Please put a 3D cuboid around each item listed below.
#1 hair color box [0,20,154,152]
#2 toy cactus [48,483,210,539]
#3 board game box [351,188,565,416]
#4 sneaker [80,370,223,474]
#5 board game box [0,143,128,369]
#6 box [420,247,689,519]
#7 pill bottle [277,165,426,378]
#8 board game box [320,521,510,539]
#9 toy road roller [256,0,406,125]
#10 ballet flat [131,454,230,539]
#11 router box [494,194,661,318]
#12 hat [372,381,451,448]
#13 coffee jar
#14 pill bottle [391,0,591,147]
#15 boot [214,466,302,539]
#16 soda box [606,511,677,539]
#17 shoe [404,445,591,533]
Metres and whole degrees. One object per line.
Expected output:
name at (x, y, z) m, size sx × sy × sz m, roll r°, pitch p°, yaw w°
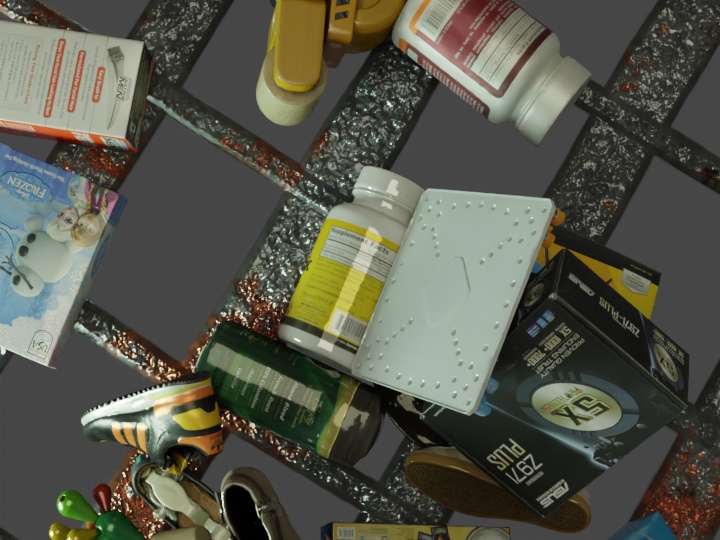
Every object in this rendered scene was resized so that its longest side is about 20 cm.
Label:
hair color box at (-0.336, -0.203, 1.299) m, size 0.196 × 0.064 × 0.113 m, roll 9°, pitch 80°, yaw 4°
toy cactus at (-0.221, 0.296, 1.193) m, size 0.163 × 0.102 × 0.203 m, roll -22°, pitch 95°, yaw 18°
board game box at (0.087, 0.024, 1.109) m, size 0.026 × 0.199 × 0.203 m, roll 27°, pitch 81°, yaw -32°
sneaker at (-0.211, 0.166, 1.191) m, size 0.198 × 0.069 × 0.091 m, roll -23°, pitch 84°, yaw 42°
board game box at (-0.381, -0.025, 1.282) m, size 0.197 × 0.043 × 0.202 m, roll 21°, pitch 83°, yaw 4°
box at (0.181, 0.110, 1.116) m, size 0.163 × 0.086 × 0.200 m, roll 39°, pitch 123°, yaw -8°
pill bottle at (0.000, 0.000, 1.236) m, size 0.110 × 0.111 × 0.203 m, roll 23°, pitch 82°, yaw 5°
board game box at (0.058, 0.319, 1.159) m, size 0.197 × 0.035 × 0.138 m, roll 7°, pitch 68°, yaw -22°
toy road roller at (-0.030, -0.257, 1.276) m, size 0.143 × 0.123 × 0.204 m, roll 8°, pitch 80°, yaw -9°
ballet flat at (-0.160, 0.260, 1.220) m, size 0.199 × 0.073 × 0.073 m, roll 40°, pitch 84°, yaw 6°
router box at (0.197, 0.022, 1.216) m, size 0.197 × 0.051 × 0.150 m, roll 25°, pitch 46°, yaw 3°
hat at (0.098, 0.092, 1.235) m, size 0.197 × 0.081 × 0.205 m, roll 0°, pitch 81°, yaw 2°
coffee jar at (-0.069, 0.128, 1.221) m, size 0.197 × 0.104 × 0.086 m, roll 24°, pitch 90°, yaw 5°
pill bottle at (0.141, -0.231, 1.268) m, size 0.199 × 0.114 × 0.115 m, roll 39°, pitch 84°, yaw 6°
boot at (-0.079, 0.283, 1.130) m, size 0.070 × 0.146 × 0.202 m, roll -30°, pitch 78°, yaw -1°
soda box at (0.231, 0.324, 1.168) m, size 0.199 × 0.068 × 0.065 m, roll -32°, pitch 81°, yaw -27°
shoe at (0.143, 0.220, 1.232) m, size 0.197 × 0.071 × 0.054 m, roll 15°, pitch 41°, yaw 7°
